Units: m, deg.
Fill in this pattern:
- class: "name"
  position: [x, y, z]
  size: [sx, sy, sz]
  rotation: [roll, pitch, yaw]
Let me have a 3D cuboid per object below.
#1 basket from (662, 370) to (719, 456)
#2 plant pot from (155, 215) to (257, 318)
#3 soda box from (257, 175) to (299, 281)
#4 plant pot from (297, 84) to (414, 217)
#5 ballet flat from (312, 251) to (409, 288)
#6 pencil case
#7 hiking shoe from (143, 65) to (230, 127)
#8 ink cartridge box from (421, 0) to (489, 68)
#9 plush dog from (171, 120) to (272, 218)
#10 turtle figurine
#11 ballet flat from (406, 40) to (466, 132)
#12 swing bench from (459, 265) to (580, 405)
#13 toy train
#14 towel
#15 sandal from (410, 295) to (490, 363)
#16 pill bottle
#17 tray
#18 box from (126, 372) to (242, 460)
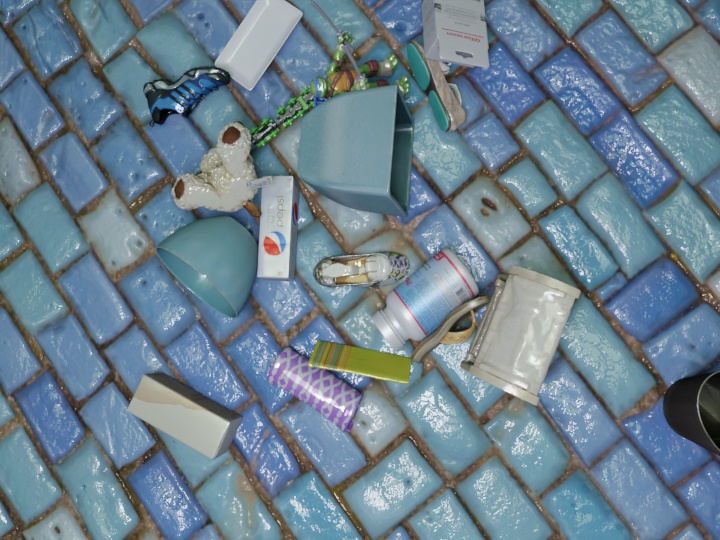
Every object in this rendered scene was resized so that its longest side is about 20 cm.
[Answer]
- class: "basket"
  position: [0.612, 0.245, 1.027]
  size: [0.180, 0.200, 0.136]
  rotation: [43, 88, 8]
- class: "plant pot"
  position: [-0.276, -0.025, 1.166]
  size: [0.198, 0.201, 0.136]
  rotation: [34, 68, 9]
- class: "soda box"
  position: [-0.165, -0.083, 1.212]
  size: [0.066, 0.064, 0.206]
  rotation: [1, 83, 7]
- class: "plant pot"
  position: [-0.012, -0.223, 1.154]
  size: [0.194, 0.196, 0.202]
  rotation: [4, 84, 15]
- class: "ballet flat"
  position: [0.000, 0.000, 1.184]
  size: [0.194, 0.072, 0.074]
  rotation: [-5, 83, 5]
- class: "pencil case"
  position: [-0.090, 0.230, 1.163]
  size: [0.197, 0.084, 0.087]
  rotation: [31, 122, 10]
- class: "hiking shoe"
  position: [-0.358, -0.366, 1.266]
  size: [0.195, 0.074, 0.089]
  rotation: [-12, 90, 14]
- class: "ink cartridge box"
  position: [0.184, -0.479, 1.185]
  size: [0.113, 0.067, 0.206]
  rotation: [4, 74, -19]
- class: "plush dog"
  position: [-0.263, -0.195, 1.194]
  size: [0.200, 0.160, 0.173]
  rotation: [-43, 37, 12]
- class: "turtle figurine"
  position: [0.003, -0.396, 1.157]
  size: [0.190, 0.144, 0.205]
  rotation: [-10, 119, -30]
- class: "ballet flat"
  position: [0.158, -0.377, 1.219]
  size: [0.066, 0.068, 0.204]
  rotation: [-22, 87, -17]
- class: "swing bench"
  position: [0.278, 0.111, 1.076]
  size: [0.127, 0.200, 0.203]
  rotation: [23, 86, 8]
- class: "toy train"
  position: [-0.146, -0.322, 1.240]
  size: [0.198, 0.056, 0.042]
  rotation: [-38, 95, 0]
- class: "towel"
  position: [0.000, 0.179, 1.160]
  size: [0.194, 0.086, 0.019]
  rotation: [10, 116, 6]
- class: "sandal"
  position: [0.175, 0.119, 1.127]
  size: [0.200, 0.080, 0.054]
  rotation: [-47, 70, 24]
- class: "pill bottle"
  position: [0.120, 0.059, 1.145]
  size: [0.198, 0.109, 0.110]
  rotation: [-38, 81, 0]
- class: "tray"
  position: [-0.216, -0.490, 1.283]
  size: [0.106, 0.022, 0.202]
  rotation: [34, 88, 8]
- class: "box"
  position: [-0.340, 0.281, 1.176]
  size: [0.196, 0.095, 0.079]
  rotation: [26, 86, 6]
